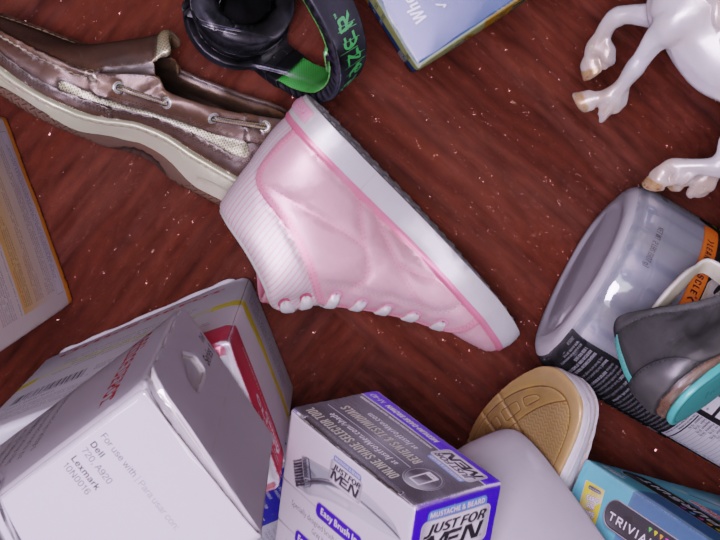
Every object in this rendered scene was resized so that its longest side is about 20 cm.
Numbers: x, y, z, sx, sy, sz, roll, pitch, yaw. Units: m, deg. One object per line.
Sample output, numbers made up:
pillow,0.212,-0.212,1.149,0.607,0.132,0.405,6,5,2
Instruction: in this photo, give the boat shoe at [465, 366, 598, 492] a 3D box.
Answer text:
boat shoe,0.100,0.134,0.852,0.069,0.071,0.201,-3,133,-31

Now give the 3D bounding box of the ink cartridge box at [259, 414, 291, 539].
ink cartridge box,-0.072,0.152,0.871,0.198,0.039,0.100,-22,129,3

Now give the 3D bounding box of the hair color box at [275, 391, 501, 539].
hair color box,0.004,0.180,0.755,0.064,0.109,0.202,-9,117,-36

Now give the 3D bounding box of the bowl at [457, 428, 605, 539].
bowl,0.066,0.215,0.794,0.201,0.074,0.201,57,138,28

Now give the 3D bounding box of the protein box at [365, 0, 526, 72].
protein box,0.060,-0.250,0.796,0.199,0.135,0.200,-33,96,4

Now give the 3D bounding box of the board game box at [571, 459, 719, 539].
board game box,0.231,0.173,0.793,0.199,0.151,0.047,19,97,-36

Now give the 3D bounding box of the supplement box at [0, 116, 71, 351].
supplement box,-0.234,-0.014,0.794,0.073,0.200,0.127,-18,96,3

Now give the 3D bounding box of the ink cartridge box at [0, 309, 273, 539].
ink cartridge box,-0.139,0.120,0.635,0.199,0.146,0.085,-36,99,6

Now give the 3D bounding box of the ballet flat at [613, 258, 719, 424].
ballet flat,0.215,0.012,0.747,0.198,0.068,0.069,-20,59,-27

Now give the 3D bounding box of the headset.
headset,-0.085,-0.165,0.819,0.200,0.124,0.094,39,68,25

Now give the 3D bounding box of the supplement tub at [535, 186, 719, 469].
supplement tub,0.214,0.048,0.836,0.199,0.123,0.123,29,96,-4

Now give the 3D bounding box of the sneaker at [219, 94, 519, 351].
sneaker,0.000,0.000,0.842,0.105,0.075,0.200,-45,113,4

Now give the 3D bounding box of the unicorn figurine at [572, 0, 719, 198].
unicorn figurine,0.184,-0.120,0.781,0.199,0.074,0.137,39,125,-20

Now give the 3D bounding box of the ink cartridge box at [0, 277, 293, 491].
ink cartridge box,-0.118,0.081,0.805,0.144,0.200,0.084,-22,99,3

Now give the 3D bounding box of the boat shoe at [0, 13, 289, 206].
boat shoe,-0.131,-0.112,0.843,0.201,0.075,0.075,25,112,-13
